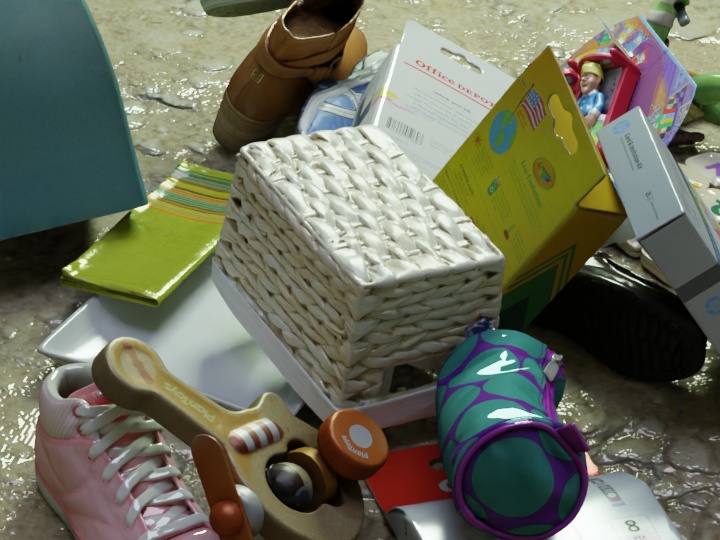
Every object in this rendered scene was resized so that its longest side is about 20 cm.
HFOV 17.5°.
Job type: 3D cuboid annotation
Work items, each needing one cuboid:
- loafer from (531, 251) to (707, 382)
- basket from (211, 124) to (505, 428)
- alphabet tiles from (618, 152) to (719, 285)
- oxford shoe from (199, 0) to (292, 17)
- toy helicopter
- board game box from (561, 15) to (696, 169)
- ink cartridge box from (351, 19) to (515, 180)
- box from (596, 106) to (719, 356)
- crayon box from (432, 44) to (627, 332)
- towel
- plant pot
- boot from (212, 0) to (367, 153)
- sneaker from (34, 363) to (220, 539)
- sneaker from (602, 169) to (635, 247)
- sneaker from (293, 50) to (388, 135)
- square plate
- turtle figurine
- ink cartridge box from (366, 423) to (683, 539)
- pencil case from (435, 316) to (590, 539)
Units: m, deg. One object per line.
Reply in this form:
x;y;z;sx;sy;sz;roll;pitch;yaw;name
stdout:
0.179;0.016;1.717;0.200;0.073;0.071;27;40;35;loafer
0.000;0.000;1.631;0.135;0.124;0.200;-11;40;-29;basket
0.298;-0.037;1.873;0.199;0.015;0.196;-16;35;-28;alphabet tiles
-0.036;-0.252;1.929;0.199;0.058;0.075;-8;-8;0;oxford shoe
-0.085;0.115;1.461;0.200;0.079;0.132;35;39;-9;toy helicopter
0.183;-0.134;1.903;0.039;0.158;0.200;37;16;-30;board game box
0.053;-0.101;1.852;0.117;0.067;0.200;29;38;-9;ink cartridge box
0.243;0.000;1.644;0.041;0.200;0.156;-30;29;12;box
0.114;-0.046;1.667;0.051;0.200;0.127;9;48;-34;crayon box
-0.145;-0.030;1.779;0.086;0.018;0.200;11;30;20;towel
-0.267;-0.137;1.785;0.141;0.201;0.141;-14;12;-26;plant pot
-0.032;-0.188;1.959;0.074;0.155;0.200;41;47;5;boot
-0.147;0.130;1.479;0.075;0.105;0.200;-16;37;-31;sneaker
0.155;-0.055;1.821;0.082;0.074;0.200;13;9;-18;sneaker
0.005;-0.121;1.932;0.077;0.076;0.200;24;40;18;sneaker
-0.100;0.044;1.698;0.199;0.029;0.198;15;33;20;square plate
0.297;-0.182;1.991;0.193;0.144;0.200;22;39;23;turtle figurine
0.100;0.150;1.517;0.162;0.057;0.200;-8;37;-16;ink cartridge box
0.096;0.100;1.489;0.092;0.085;0.200;-34;14;9;pencil case
